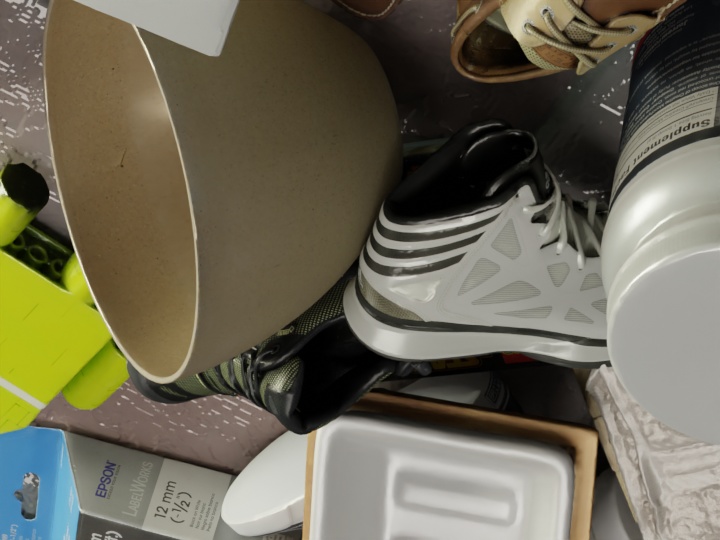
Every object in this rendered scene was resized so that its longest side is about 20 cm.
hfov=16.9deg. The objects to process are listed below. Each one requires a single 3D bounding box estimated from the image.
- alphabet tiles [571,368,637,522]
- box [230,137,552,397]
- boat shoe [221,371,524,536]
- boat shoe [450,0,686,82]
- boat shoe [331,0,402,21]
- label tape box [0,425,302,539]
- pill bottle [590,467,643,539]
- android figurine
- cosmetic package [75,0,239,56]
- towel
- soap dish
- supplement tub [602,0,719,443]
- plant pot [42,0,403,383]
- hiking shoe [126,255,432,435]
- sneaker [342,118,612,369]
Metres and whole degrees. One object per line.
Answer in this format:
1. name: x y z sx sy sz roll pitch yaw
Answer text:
1. alphabet tiles: 0.199 0.054 1.266 0.165 0.006 0.201 -18 110 16
2. box: 0.000 0.000 1.296 0.199 0.040 0.137 -7 131 21
3. boat shoe: 0.011 0.116 1.388 0.199 0.072 0.068 -28 120 26
4. boat shoe: 0.100 -0.121 1.072 0.075 0.074 0.200 29 165 -17
5. boat shoe: -0.001 -0.164 1.085 0.075 0.072 0.200 23 158 8
6. label tape box: -0.138 0.180 1.487 0.199 0.066 0.144 13 135 0
7. pill bottle: 0.113 0.187 1.395 0.108 0.109 0.200 33 133 -17
8. android figurine: -0.212 0.021 1.372 0.181 0.041 0.200 32 132 -16
9. cosmetic package: -0.057 -0.200 1.008 0.081 0.201 0.113 23 137 -6
10. towel: 0.225 0.073 1.248 0.199 0.035 0.133 -17 111 15
11. soap dish: 0.047 0.160 1.296 0.156 0.081 0.201 8 109 16
12. supplement tub: 0.183 -0.034 1.090 0.139 0.201 0.141 7 135 7
13. plant pot: -0.058 -0.058 1.174 0.134 0.201 0.201 -13 140 -23
14. hiking shoe: -0.046 0.039 1.245 0.199 0.101 0.076 -19 123 29
15. sneaker: 0.097 -0.015 1.160 0.199 0.076 0.116 -5 142 -19
